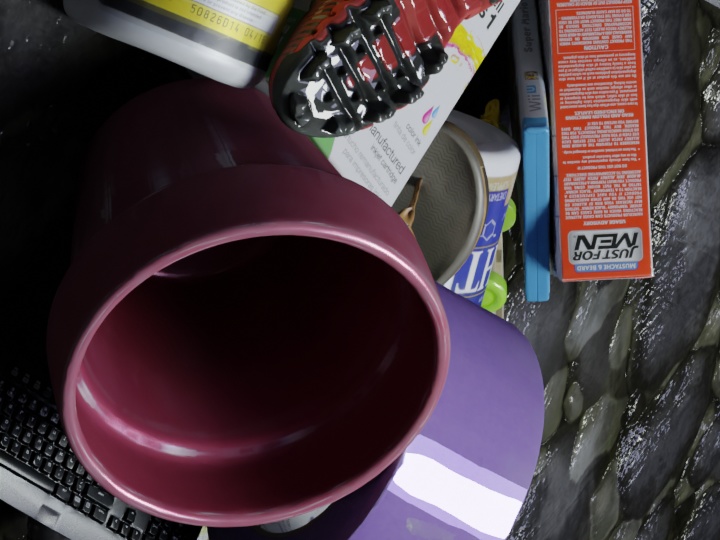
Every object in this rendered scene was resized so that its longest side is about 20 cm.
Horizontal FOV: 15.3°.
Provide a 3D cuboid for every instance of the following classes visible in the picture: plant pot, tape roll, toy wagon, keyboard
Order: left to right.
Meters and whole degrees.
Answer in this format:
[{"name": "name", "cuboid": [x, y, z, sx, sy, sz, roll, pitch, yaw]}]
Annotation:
[{"name": "keyboard", "cuboid": [-0.143, 0.088, 1.432, 0.200, 0.039, 0.105, 36, 66, -39]}, {"name": "plant pot", "cuboid": [-0.071, 0.002, 1.387, 0.199, 0.179, 0.201, -9, 129, -11]}, {"name": "tape roll", "cuboid": [0.006, 0.100, 1.485, 0.085, 0.200, 0.201, 28, 84, -28]}, {"name": "toy wagon", "cuboid": [0.079, -0.029, 1.766, 0.156, 0.039, 0.201, -86, 171, -45]}]

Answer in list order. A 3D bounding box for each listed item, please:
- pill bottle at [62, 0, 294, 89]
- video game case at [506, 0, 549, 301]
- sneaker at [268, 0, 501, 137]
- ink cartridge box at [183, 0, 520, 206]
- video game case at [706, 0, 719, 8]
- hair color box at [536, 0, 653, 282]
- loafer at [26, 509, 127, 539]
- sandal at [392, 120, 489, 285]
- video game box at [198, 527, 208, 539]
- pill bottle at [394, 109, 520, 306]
[{"name": "pill bottle", "cuboid": [-0.067, -0.202, 1.353, 0.112, 0.112, 0.201, 16, 97, -63]}, {"name": "video game case", "cuboid": [0.108, -0.099, 1.734, 0.201, 0.018, 0.144, -91, 179, -48]}, {"name": "sneaker", "cuboid": [0.008, -0.141, 1.394, 0.200, 0.098, 0.071, -47, 133, -30]}, {"name": "ink cartridge box", "cuboid": [0.003, -0.153, 1.524, 0.201, 0.084, 0.145, -58, 140, -18]}, {"name": "video game case", "cuboid": [0.150, -0.262, 1.627, 0.024, 0.182, 0.200, -45, 148, -18]}, {"name": "hair color box", "cuboid": [0.147, -0.096, 1.698, 0.111, 0.063, 0.201, -84, 172, -88]}, {"name": "loafer", "cuboid": [-0.128, 0.099, 1.530, 0.200, 0.072, 0.073, -42, 135, -55]}, {"name": "sandal", "cuboid": [0.000, 0.000, 1.569, 0.200, 0.082, 0.055, -45, 180, 12]}, {"name": "video game box", "cuboid": [-0.103, 0.223, 1.687, 0.200, 0.047, 0.183, 16, 99, -64]}, {"name": "pill bottle", "cuboid": [0.019, 0.003, 1.660, 0.119, 0.119, 0.201, -14, 123, -58]}]
